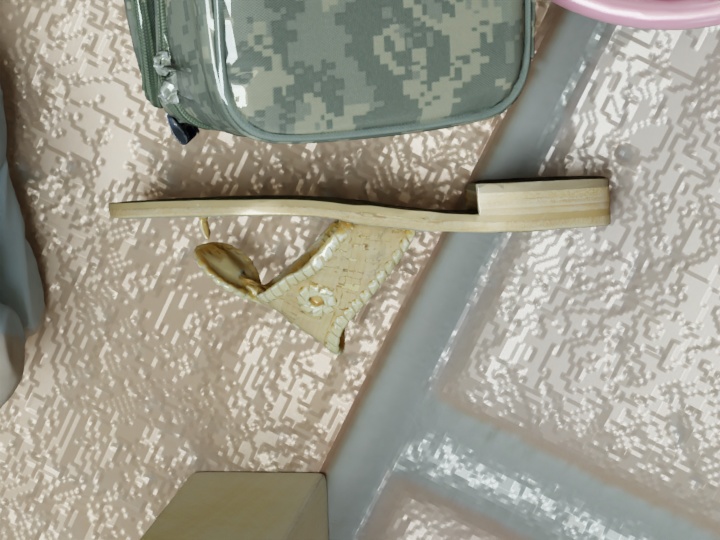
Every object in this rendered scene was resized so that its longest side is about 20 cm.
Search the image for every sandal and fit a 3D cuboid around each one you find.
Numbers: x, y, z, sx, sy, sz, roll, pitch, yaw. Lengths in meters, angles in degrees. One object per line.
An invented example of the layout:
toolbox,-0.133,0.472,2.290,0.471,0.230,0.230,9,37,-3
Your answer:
sandal,0.000,0.000,0.753,0.211,0.078,0.070,-3,94,4

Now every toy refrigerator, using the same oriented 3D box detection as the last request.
toy refrigerator,-0.062,0.146,0.725,0.070,0.200,0.076,-1,101,9

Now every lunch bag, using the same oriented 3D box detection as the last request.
lunch bag,-0.029,-0.147,0.684,0.139,0.168,0.200,-10,104,-21

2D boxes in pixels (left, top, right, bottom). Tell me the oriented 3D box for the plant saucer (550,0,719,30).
plant saucer,0.124,-0.197,0.712,0.200,0.051,0.201,2,101,9

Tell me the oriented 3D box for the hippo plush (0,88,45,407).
hippo plush,-0.228,-0.028,0.733,0.160,0.159,0.200,-6,101,2
